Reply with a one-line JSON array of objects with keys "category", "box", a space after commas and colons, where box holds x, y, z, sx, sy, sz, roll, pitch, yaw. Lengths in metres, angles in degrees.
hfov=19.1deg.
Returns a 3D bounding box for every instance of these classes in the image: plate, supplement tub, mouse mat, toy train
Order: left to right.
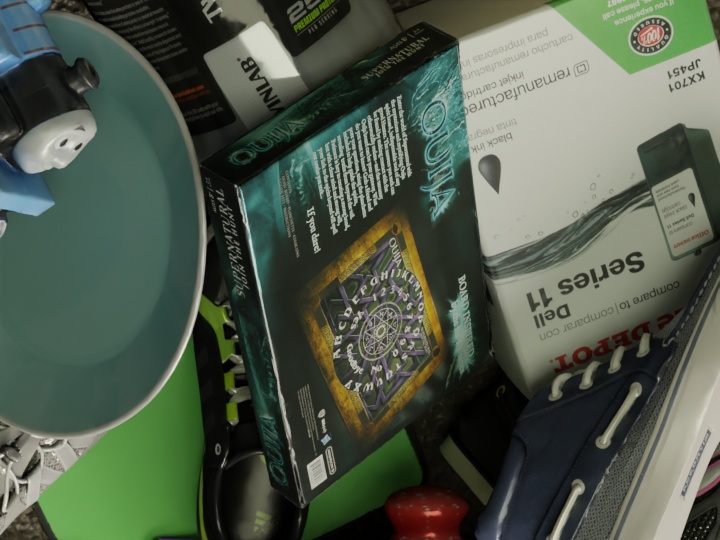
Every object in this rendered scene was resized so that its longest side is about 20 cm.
[{"category": "toy train", "box": [-0.194, -0.109, 0.958, 0.114, 0.087, 0.200, -32, 80, 12]}, {"category": "plate", "box": [-0.140, -0.022, 1.001, 0.026, 0.200, 0.201, -8, 116, -53]}, {"category": "supplement tub", "box": [-0.075, -0.153, 0.981, 0.122, 0.123, 0.200, -33, 112, 0]}, {"category": "mouse mat", "box": [-0.078, 0.090, 1.124, 0.200, 0.008, 0.161, -25, 111, -3]}]

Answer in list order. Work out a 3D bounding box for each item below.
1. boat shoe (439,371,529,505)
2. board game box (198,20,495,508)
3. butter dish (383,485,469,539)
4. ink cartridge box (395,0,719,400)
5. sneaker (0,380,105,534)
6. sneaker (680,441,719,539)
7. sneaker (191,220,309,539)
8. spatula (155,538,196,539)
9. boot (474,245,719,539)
[{"category": "boat shoe", "box": [0.120, 0.127, 1.083, 0.074, 0.201, 0.063, 20, 111, -50]}, {"category": "board game box", "box": [0.000, 0.000, 0.993, 0.135, 0.028, 0.200, -35, 137, -28]}, {"category": "butter dish", "box": [0.034, 0.184, 1.091, 0.199, 0.199, 0.148, -2, 94, -9]}, {"category": "ink cartridge box", "box": [0.115, -0.052, 1.075, 0.146, 0.083, 0.200, -22, 112, -4]}, {"category": "sneaker", "box": [-0.171, 0.091, 1.058, 0.075, 0.082, 0.200, 38, 101, -18]}, {"category": "sneaker", "box": [0.209, 0.104, 1.064, 0.080, 0.086, 0.201, 16, 109, -9]}, {"category": "sneaker", "box": [-0.046, 0.069, 1.070, 0.071, 0.083, 0.201, -3, 101, -10]}, {"category": "spatula", "box": [-0.151, 0.168, 1.120, 0.199, 0.021, 0.057, 2, 101, -10]}, {"category": "boot", "box": [0.131, 0.059, 1.035, 0.090, 0.073, 0.200, 20, 75, 24]}]
